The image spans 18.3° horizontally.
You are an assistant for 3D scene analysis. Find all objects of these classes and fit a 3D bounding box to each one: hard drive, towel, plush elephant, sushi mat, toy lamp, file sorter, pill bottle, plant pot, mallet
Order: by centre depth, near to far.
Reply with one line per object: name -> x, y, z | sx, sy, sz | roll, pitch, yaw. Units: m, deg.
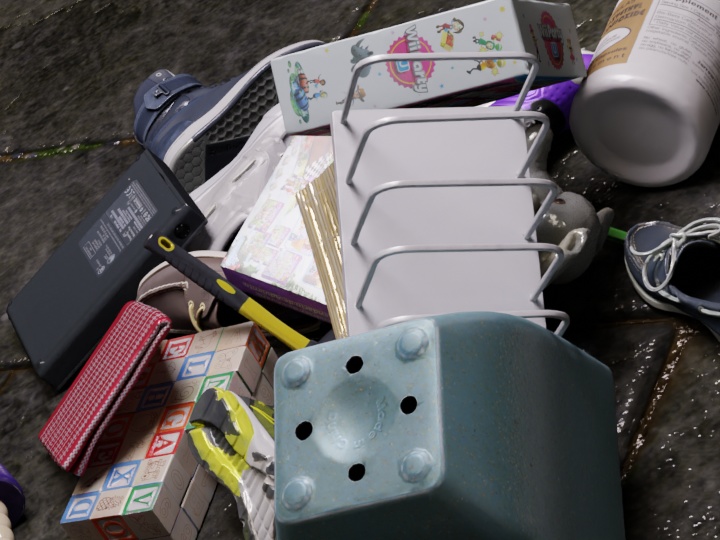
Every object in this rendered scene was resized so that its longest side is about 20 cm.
plant pot -> 0.042, 0.130, 1.418 | 0.195, 0.200, 0.197 | -15, 59, 23
file sorter -> 0.061, -0.038, 1.511 | 0.138, 0.125, 0.201 | -2, 70, -8
plush elephant -> 0.107, -0.035, 1.662 | 0.154, 0.201, 0.165 | -22, 4, 9
sushi mat -> 0.000, 0.000, 1.712 | 0.096, 0.012, 0.201 | -42, 51, 36
mallet -> -0.090, 0.038, 1.751 | 0.066, 0.200, 0.041 | -60, -2, -34
toy lamp -> -0.284, 0.215, 1.758 | 0.058, 0.058, 0.200 | -31, 31, 0
towel -> -0.204, 0.091, 1.789 | 0.145, 0.022, 0.200 | -57, 12, -5
pill bottle -> 0.249, -0.172, 1.798 | 0.114, 0.115, 0.200 | -6, 39, 33
hard drive -> -0.229, -0.003, 1.982 | 0.200, 0.033, 0.140 | -48, 32, 5

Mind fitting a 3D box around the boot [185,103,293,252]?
boot -> -0.074, -0.074, 1.983 | 0.200, 0.074, 0.096 | -46, 40, -8

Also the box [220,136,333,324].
box -> -0.007, -0.055, 1.807 | 0.136, 0.039, 0.200 | 20, 68, 23

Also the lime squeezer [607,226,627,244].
lime squeezer -> 0.137, -0.022, 1.772 | 0.199, 0.038, 0.071 | -14, 68, 24

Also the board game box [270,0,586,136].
board game box -> 0.054, -0.154, 1.708 | 0.199, 0.065, 0.147 | -14, -2, 23

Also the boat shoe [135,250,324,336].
boat shoe -> -0.108, 0.026, 1.862 | 0.199, 0.072, 0.060 | -5, 37, 26

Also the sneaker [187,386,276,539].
sneaker -> -0.050, 0.154, 1.633 | 0.200, 0.084, 0.075 | 54, 128, 39

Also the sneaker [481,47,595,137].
sneaker -> 0.128, -0.105, 1.860 | 0.200, 0.070, 0.100 | -28, 39, 13

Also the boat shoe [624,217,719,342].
boat shoe -> 0.245, 0.003, 1.611 | 0.075, 0.062, 0.200 | -33, 32, -3

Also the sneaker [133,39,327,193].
sneaker -> -0.128, -0.172, 2.141 | 0.202, 0.077, 0.146 | -36, 35, -7

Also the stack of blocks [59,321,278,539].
stack of blocks -> -0.144, 0.137, 1.748 | 0.115, 0.059, 0.200 | -12, 37, 28
